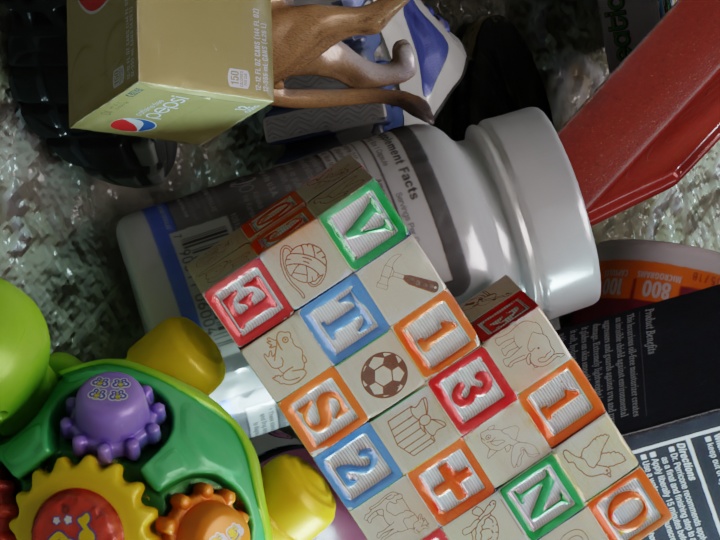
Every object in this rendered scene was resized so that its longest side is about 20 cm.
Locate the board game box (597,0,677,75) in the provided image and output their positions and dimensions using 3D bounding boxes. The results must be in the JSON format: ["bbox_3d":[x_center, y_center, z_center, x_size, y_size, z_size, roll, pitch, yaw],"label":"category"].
[{"bbox_3d":[0.144,-0.206,1.549,0.126,0.035,0.200,-65,147,-67],"label":"board game box"}]

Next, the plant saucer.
[{"bbox_3d":[0.169,-0.092,1.441,0.037,0.200,0.200,47,30,11],"label":"plant saucer"}]

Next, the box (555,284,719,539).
[{"bbox_3d":[0.162,0.124,1.339,0.123,0.198,0.200,-83,154,-61],"label":"box"}]

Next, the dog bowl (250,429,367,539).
[{"bbox_3d":[-0.046,0.170,1.339,0.200,0.074,0.200,-8,100,-53],"label":"dog bowl"}]

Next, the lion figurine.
[{"bbox_3d":[-0.049,-0.143,1.247,0.122,0.072,0.200,-19,88,-9],"label":"lion figurine"}]

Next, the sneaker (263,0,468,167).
[{"bbox_3d":[-0.004,-0.132,1.376,0.115,0.080,0.200,-6,91,-67],"label":"sneaker"}]

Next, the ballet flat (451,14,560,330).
[{"bbox_3d":[0.069,-0.036,1.505,0.066,0.057,0.200,-3,89,-40],"label":"ballet flat"}]

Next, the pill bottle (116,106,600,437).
[{"bbox_3d":[0.000,0.000,1.271,0.200,0.114,0.114,-17,113,-7],"label":"pill bottle"}]

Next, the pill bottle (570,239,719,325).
[{"bbox_3d":[0.162,0.092,1.574,0.114,0.114,0.200,28,71,-50],"label":"pill bottle"}]

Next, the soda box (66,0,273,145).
[{"bbox_3d":[-0.080,-0.158,1.156,0.064,0.068,0.200,5,74,-30],"label":"soda box"}]

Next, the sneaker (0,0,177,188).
[{"bbox_3d":[-0.120,-0.125,1.213,0.079,0.075,0.200,-54,133,-38],"label":"sneaker"}]

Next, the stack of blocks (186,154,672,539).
[{"bbox_3d":[0.030,0.051,1.197,0.115,0.059,0.200,-34,106,-2],"label":"stack of blocks"}]

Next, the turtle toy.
[{"bbox_3d":[-0.116,0.086,1.167,0.200,0.146,0.101,51,13,7],"label":"turtle toy"}]
